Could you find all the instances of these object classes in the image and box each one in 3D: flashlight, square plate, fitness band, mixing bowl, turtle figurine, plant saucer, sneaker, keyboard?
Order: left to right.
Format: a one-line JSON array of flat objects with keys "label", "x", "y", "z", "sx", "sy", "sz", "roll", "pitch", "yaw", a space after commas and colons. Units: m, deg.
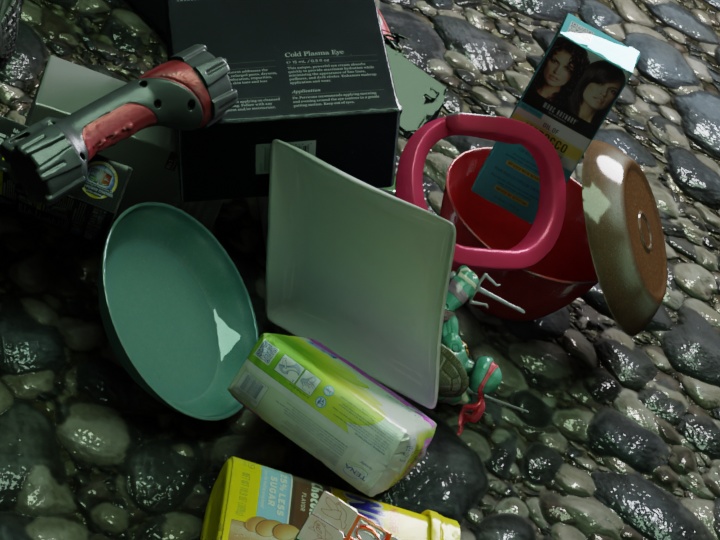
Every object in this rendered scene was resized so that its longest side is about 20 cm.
[{"label": "sneaker", "x": -0.393, "y": -0.283, "z": 1.763, "sx": 0.090, "sy": 0.076, "sz": 0.201, "roll": 5, "pitch": 35, "yaw": -14}, {"label": "flashlight", "x": -0.192, "y": -0.116, "z": 1.400, "sx": 0.067, "sy": 0.068, "sz": 0.200, "roll": 13, "pitch": 39, "yaw": 44}, {"label": "plant saucer", "x": -0.165, "y": 0.040, "z": 1.491, "sx": 0.200, "sy": 0.036, "sz": 0.201, "roll": 37, "pitch": 41, "yaw": -41}, {"label": "keyboard", "x": -0.002, "y": -0.208, "z": 1.714, "sx": 0.199, "sy": 0.040, "sz": 0.104, "roll": 37, "pitch": 61, "yaw": 9}, {"label": "square plate", "x": 0.000, "y": 0.000, "z": 1.507, "sx": 0.199, "sy": 0.199, "sz": 0.028, "roll": 27, "pitch": 41, "yaw": 28}, {"label": "turtle figurine", "x": 0.068, "y": 0.067, "z": 1.580, "sx": 0.199, "sy": 0.151, "sz": 0.101, "roll": 23, "pitch": 31, "yaw": 15}, {"label": "fitness band", "x": 0.115, "y": -0.072, "z": 1.609, "sx": 0.199, "sy": 0.145, "sz": 0.037, "roll": 4, "pitch": -2, "yaw": -40}, {"label": "mixing bowl", "x": 0.157, "y": -0.022, "z": 1.767, "sx": 0.199, "sy": 0.109, "sz": 0.201, "roll": 18, "pitch": 39, "yaw": -15}, {"label": "plant saucer", "x": 0.271, "y": -0.036, "z": 1.720, "sx": 0.200, "sy": 0.036, "sz": 0.202, "roll": 39, "pitch": 45, "yaw": -55}]

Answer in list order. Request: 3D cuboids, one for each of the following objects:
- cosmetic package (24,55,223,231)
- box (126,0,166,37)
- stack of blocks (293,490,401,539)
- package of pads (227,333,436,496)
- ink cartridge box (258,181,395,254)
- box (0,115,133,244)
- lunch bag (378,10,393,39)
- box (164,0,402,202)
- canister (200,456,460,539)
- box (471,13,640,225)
[{"label": "cosmetic package", "x": -0.224, "y": -0.113, "z": 1.631, "sx": 0.198, "sy": 0.107, "sz": 0.091, "roll": 16, "pitch": 40, "yaw": -14}, {"label": "box", "x": -0.141, "y": -0.374, "z": 1.908, "sx": 0.124, "sy": 0.201, "sz": 0.196, "roll": 41, "pitch": 38, "yaw": 25}, {"label": "stack of blocks", "x": -0.050, "y": 0.254, "z": 1.232, "sx": 0.115, "sy": 0.201, "sz": 0.059, "roll": 31, "pitch": 35, "yaw": 2}, {"label": "package of pads", "x": -0.018, "y": 0.121, "z": 1.451, "sx": 0.154, "sy": 0.068, "sz": 0.200, "roll": 35, "pitch": 3, "yaw": 10}, {"label": "ink cartridge box", "x": -0.038, "y": -0.097, "z": 1.698, "sx": 0.087, "sy": 0.146, "sz": 0.201, "roll": 11, "pitch": 40, "yaw": -22}, {"label": "box", "x": -0.287, "y": -0.083, "z": 1.498, "sx": 0.159, "sy": 0.200, "sz": 0.045, "roll": 22, "pitch": 79, "yaw": -8}, {"label": "lunch bag", "x": -0.051, "y": -0.251, "z": 1.888, "sx": 0.199, "sy": 0.082, "sz": 0.177, "roll": -16, "pitch": 74, "yaw": -48}, {"label": "box", "x": -0.075, "y": -0.169, "z": 1.570, "sx": 0.198, "sy": 0.105, "sz": 0.183, "roll": -4, "pitch": 52, "yaw": -7}, {"label": "canister", "x": -0.027, "y": 0.238, "z": 1.363, "sx": 0.198, "sy": 0.087, "sz": 0.149, "roll": 18, "pitch": 38, "yaw": -11}, {"label": "box", "x": 0.189, "y": -0.144, "z": 1.674, "sx": 0.082, "sy": 0.201, "sz": 0.049, "roll": 28, "pitch": 36, "yaw": 1}]
